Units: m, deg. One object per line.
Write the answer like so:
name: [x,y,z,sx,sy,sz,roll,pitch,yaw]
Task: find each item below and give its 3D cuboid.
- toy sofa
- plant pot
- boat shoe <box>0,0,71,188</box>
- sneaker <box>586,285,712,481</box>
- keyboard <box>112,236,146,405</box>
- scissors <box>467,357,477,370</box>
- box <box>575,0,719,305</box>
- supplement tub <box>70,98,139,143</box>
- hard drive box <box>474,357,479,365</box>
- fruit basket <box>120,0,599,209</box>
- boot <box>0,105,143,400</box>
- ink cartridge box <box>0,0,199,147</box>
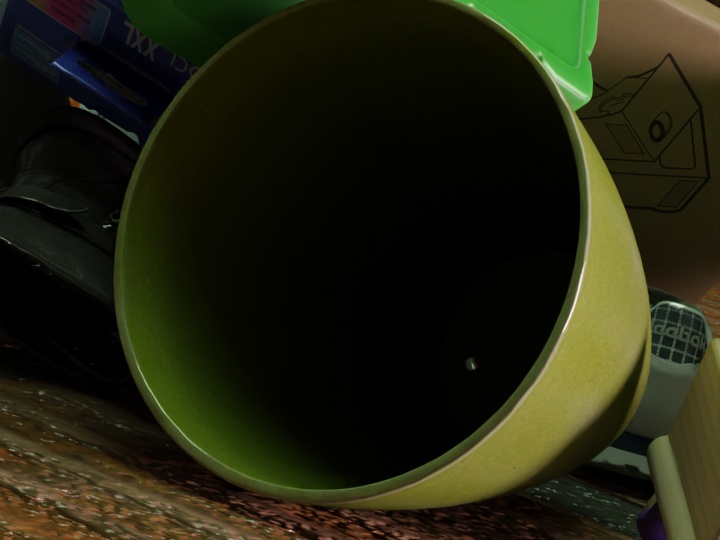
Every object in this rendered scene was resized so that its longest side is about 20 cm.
toy sofa: [0.210,0.104,1.127,0.199,0.098,0.083,13,32,-14]
plant pot: [0.034,0.015,1.124,0.186,0.188,0.200,18,-7,28]
boat shoe: [-0.173,-0.073,1.377,0.063,0.201,0.071,21,52,36]
sneaker: [0.131,0.047,1.355,0.076,0.081,0.200,12,4,-4]
keyboard: [-0.030,0.008,1.232,0.039,0.105,0.200,-21,-13,29]
scissors: [0.000,0.000,1.254,0.200,0.014,0.073,49,22,-35]
box: [0.102,-0.068,1.336,0.199,0.164,0.021,27,38,-16]
supplement tub: [-0.073,-0.050,1.522,0.199,0.123,0.123,13,7,-10]
hard drive box: [0.026,-0.060,1.437,0.155,0.201,0.077,8,-29,-27]
fruit basket: [-0.027,-0.124,1.188,0.214,0.156,0.216,5,-24,2]
boot: [-0.088,0.014,1.251,0.199,0.069,0.174,30,19,-8]
ink cartridge box: [-0.068,-0.124,1.322,0.136,0.076,0.200,33,52,6]
